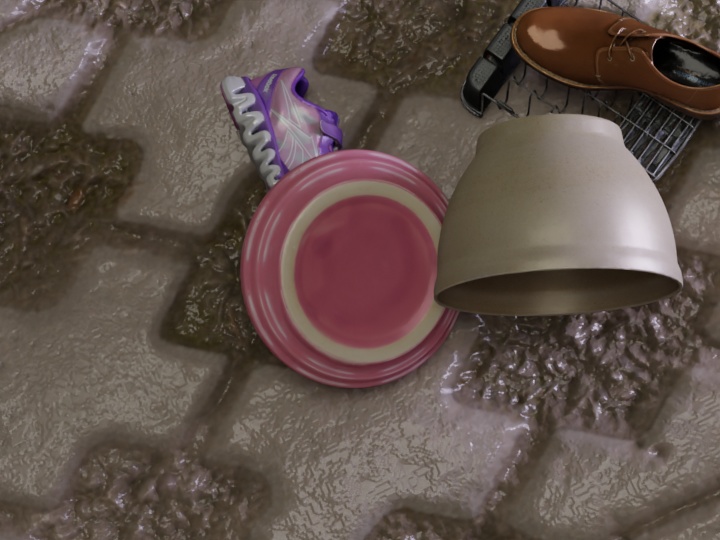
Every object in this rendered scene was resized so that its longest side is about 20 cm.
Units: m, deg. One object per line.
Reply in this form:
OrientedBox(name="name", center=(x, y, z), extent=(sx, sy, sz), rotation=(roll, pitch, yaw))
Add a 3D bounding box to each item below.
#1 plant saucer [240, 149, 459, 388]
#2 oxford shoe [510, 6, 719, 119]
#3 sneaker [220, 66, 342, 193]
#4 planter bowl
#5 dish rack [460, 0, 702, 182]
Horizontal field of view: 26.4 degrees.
OrientedBox(name="plant saucer", center=(0.000, 0.000, 1.287), extent=(0.198, 0.051, 0.203), rotation=(-1, 94, -14))
OrientedBox(name="oxford shoe", center=(0.221, -0.186, 1.279), extent=(0.198, 0.071, 0.072), rotation=(16, 82, 12))
OrientedBox(name="sneaker", center=(-0.049, -0.099, 1.353), extent=(0.088, 0.081, 0.202), rotation=(-24, 73, -5))
OrientedBox(name="planter bowl", center=(0.156, -0.047, 1.236), extent=(0.197, 0.200, 0.137), rotation=(-3, 79, 8))
OrientedBox(name="dish rack", center=(0.202, -0.163, 1.339), extent=(0.199, 0.055, 0.154), rotation=(36, 86, 13))
